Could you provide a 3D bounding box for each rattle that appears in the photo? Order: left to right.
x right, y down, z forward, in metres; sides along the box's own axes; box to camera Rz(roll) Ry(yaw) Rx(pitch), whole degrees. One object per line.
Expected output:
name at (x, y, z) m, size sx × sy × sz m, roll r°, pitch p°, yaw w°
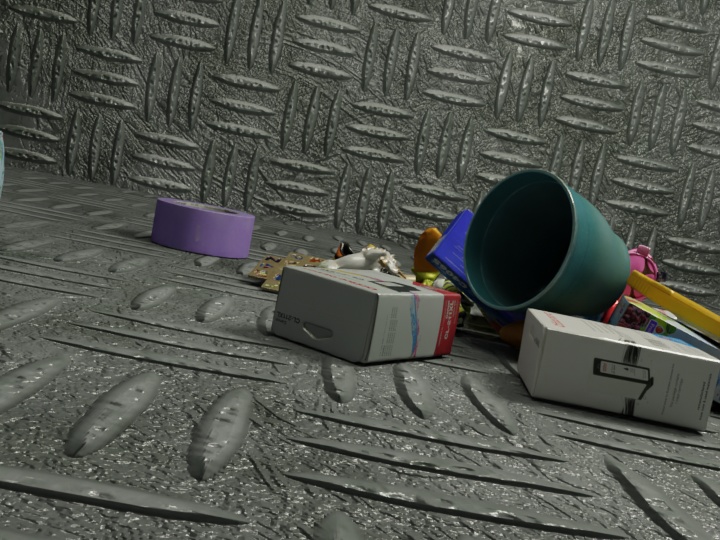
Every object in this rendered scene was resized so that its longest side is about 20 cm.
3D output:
rattle at (0.121, -0.013, 1.716) m, size 0.129 × 0.145 × 0.200 m, roll -6°, pitch 6°, yaw 19°

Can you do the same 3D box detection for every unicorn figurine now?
unicorn figurine at (0.000, 0.000, 1.417) m, size 0.197 × 0.075 × 0.137 m, roll -2°, pitch 16°, yaw -15°

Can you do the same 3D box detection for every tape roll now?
tape roll at (-0.315, -0.086, 1.808) m, size 0.197 × 0.086 × 0.200 m, roll 11°, pitch 7°, yaw -1°

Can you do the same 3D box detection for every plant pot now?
plant pot at (0.283, -0.018, 1.297) m, size 0.187 × 0.202 × 0.199 m, roll 20°, pitch -1°, yaw -37°

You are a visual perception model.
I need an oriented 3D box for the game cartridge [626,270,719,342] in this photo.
game cartridge at (0.489, 0.075, 1.253) m, size 0.175 × 0.033 × 0.200 m, roll 25°, pitch 12°, yaw -32°

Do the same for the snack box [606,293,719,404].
snack box at (0.434, 0.110, 1.219) m, size 0.199 × 0.068 × 0.169 m, roll 30°, pitch 9°, yaw 10°

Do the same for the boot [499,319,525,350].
boot at (0.250, 0.099, 1.245) m, size 0.143 × 0.072 × 0.200 m, roll 9°, pitch -2°, yaw 38°

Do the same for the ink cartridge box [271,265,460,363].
ink cartridge box at (0.011, 0.051, 1.102) m, size 0.145 × 0.084 × 0.199 m, roll 16°, pitch 7°, yaw 33°

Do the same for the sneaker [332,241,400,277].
sneaker at (0.023, 0.003, 1.559) m, size 0.199 × 0.091 × 0.070 m, roll 16°, pitch 7°, yaw 41°

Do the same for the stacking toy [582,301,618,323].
stacking toy at (0.434, 0.111, 1.375) m, size 0.198 × 0.111 × 0.116 m, roll 24°, pitch 8°, yaw 13°

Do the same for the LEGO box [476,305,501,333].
LEGO box at (0.262, 0.021, 1.534) m, size 0.148 × 0.078 × 0.200 m, roll -34°, pitch 4°, yaw 5°

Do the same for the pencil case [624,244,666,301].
pencil case at (0.455, 0.005, 1.535) m, size 0.090 × 0.095 × 0.200 m, roll 12°, pitch 2°, yaw 7°

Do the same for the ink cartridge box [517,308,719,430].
ink cartridge box at (0.292, 0.112, 1.055) m, size 0.197 × 0.085 × 0.146 m, roll 11°, pitch 6°, yaw 2°

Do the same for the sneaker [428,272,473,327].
sneaker at (0.139, 0.057, 1.429) m, size 0.076 × 0.076 × 0.200 m, roll 20°, pitch 17°, yaw 9°

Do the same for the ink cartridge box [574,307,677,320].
ink cartridge box at (0.418, 0.091, 1.514) m, size 0.198 × 0.087 × 0.147 m, roll 11°, pitch 5°, yaw 15°

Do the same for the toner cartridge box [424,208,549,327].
toner cartridge box at (0.204, 0.008, 1.392) m, size 0.200 × 0.095 × 0.043 m, roll 42°, pitch -17°, yaw -5°

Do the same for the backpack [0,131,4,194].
backpack at (-0.580, -0.134, 1.260) m, size 0.145 × 0.185 × 0.200 m, roll 9°, pitch 11°, yaw -11°

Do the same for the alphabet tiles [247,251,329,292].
alphabet tiles at (-0.075, 0.012, 1.474) m, size 0.198 × 0.006 × 0.167 m, roll 12°, pitch 22°, yaw 8°
